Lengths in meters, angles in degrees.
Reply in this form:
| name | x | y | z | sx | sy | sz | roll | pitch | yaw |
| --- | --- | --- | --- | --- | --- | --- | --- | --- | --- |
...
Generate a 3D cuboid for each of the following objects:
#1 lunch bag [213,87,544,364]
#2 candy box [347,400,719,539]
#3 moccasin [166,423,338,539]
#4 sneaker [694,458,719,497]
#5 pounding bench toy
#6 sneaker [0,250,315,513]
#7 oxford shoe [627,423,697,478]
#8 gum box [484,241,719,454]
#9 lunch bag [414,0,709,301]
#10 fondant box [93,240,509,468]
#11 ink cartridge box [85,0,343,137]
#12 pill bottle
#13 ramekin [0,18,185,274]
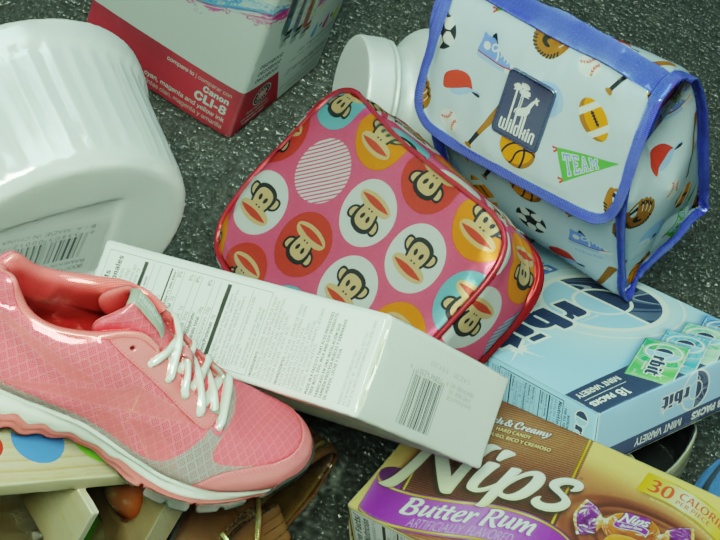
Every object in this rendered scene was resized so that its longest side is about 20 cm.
| name | x | y | z | sx | sy | sz | roll | pitch | yaw |
| --- | --- | --- | --- | --- | --- | --- | --- | --- | --- |
| lunch bag | 0.000 | 0.000 | 1.043 | 0.200 | 0.176 | 0.082 | 47 | 9 | 34 |
| candy box | 0.106 | 0.151 | 0.933 | 0.200 | 0.057 | 0.117 | 24 | 51 | 27 |
| moccasin | -0.065 | 0.154 | 0.915 | 0.077 | 0.074 | 0.201 | 21 | 30 | 8 |
| sneaker | 0.229 | 0.181 | 1.026 | 0.066 | 0.079 | 0.200 | 29 | 42 | 1 |
| pounding bench toy | -0.167 | 0.136 | 0.825 | 0.156 | 0.124 | 0.200 | 1 | 46 | -36 |
| sneaker | -0.105 | 0.052 | 0.789 | 0.200 | 0.087 | 0.074 | 21 | 37 | -17 |
| oxford shoe | 0.133 | 0.134 | 1.026 | 0.200 | 0.075 | 0.070 | -22 | 62 | -40 |
| gum box | 0.136 | 0.048 | 1.086 | 0.170 | 0.045 | 0.200 | -17 | 32 | -38 |
| lunch bag | 0.131 | -0.095 | 1.064 | 0.170 | 0.200 | 0.124 | 33 | 70 | 24 |
| fondant box | -0.037 | 0.047 | 0.920 | 0.200 | 0.058 | 0.144 | 15 | -8 | 34 |
| ink cartridge box | -0.090 | -0.237 | 1.209 | 0.144 | 0.200 | 0.145 | 33 | 41 | 10 |
| pill bottle | 0.084 | -0.120 | 1.243 | 0.199 | 0.113 | 0.113 | 7 | 44 | -20 |
| ramekin | -0.200 | -0.044 | 0.960 | 0.200 | 0.201 | 0.098 | -13 | 60 | -36 |
